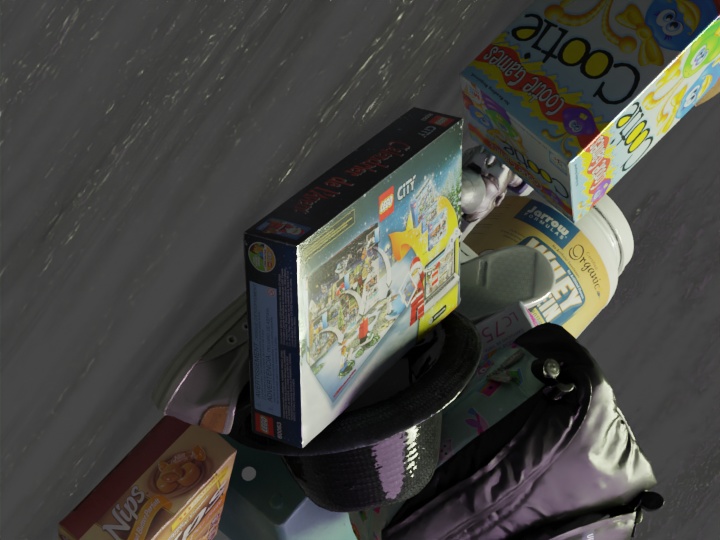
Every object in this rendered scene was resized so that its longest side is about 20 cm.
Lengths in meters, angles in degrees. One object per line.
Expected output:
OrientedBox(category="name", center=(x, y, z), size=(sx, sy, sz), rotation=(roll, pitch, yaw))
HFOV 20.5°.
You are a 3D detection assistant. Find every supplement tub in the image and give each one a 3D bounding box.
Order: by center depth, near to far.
OrientedBox(category="supplement tub", center=(0.146, 0.014, 1.836), size=(0.200, 0.145, 0.145), rotation=(-46, 170, -29))

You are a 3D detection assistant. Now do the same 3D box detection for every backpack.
OrientedBox(category="backpack", center=(0.090, 0.146, 1.396), size=(0.200, 0.167, 0.127), rotation=(-34, -154, -5))

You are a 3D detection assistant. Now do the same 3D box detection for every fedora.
OrientedBox(category="fedora", center=(-0.003, 0.096, 1.306), size=(0.201, 0.200, 0.092), rotation=(-40, 124, -49))

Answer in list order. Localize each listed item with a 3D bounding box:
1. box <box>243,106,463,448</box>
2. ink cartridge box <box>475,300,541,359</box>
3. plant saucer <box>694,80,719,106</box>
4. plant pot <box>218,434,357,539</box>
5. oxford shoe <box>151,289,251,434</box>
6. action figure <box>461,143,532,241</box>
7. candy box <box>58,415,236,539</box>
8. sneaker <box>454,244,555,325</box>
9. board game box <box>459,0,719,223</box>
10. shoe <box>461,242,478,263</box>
OrientedBox(category="box", center=(0.000, 0.000, 1.222), size=(0.200, 0.038, 0.137), rotation=(-39, 136, -49))
OrientedBox(category="ink cartridge box", center=(0.099, 0.089, 1.520), size=(0.119, 0.042, 0.200), rotation=(-30, 161, 8))
OrientedBox(category="plant saucer", center=(0.281, -0.225, 1.530), size=(0.200, 0.035, 0.200), rotation=(5, 90, -77))
OrientedBox(category="plant pot", center=(-0.048, 0.152, 1.508), size=(0.141, 0.141, 0.200), rotation=(-49, 161, -9))
OrientedBox(category="oxford shoe", center=(-0.049, 0.032, 1.250), size=(0.200, 0.058, 0.075), rotation=(-46, 168, -32))
OrientedBox(category="action figure", center=(0.100, -0.076, 1.513), size=(0.130, 0.069, 0.200), rotation=(-47, 169, 27))
OrientedBox(category="candy box", center=(-0.147, 0.175, 1.352), size=(0.115, 0.055, 0.200), rotation=(-46, 170, -22))
OrientedBox(category="sneaker", center=(0.043, 0.042, 1.483), size=(0.200, 0.071, 0.099), rotation=(-12, 153, -22))
OrientedBox(category="board game box", center=(0.176, -0.150, 1.364), size=(0.200, 0.105, 0.103), rotation=(-45, 160, -10))
OrientedBox(category="shoe", center=(0.049, 0.015, 1.605), size=(0.091, 0.071, 0.200), rotation=(-50, 171, 6))
